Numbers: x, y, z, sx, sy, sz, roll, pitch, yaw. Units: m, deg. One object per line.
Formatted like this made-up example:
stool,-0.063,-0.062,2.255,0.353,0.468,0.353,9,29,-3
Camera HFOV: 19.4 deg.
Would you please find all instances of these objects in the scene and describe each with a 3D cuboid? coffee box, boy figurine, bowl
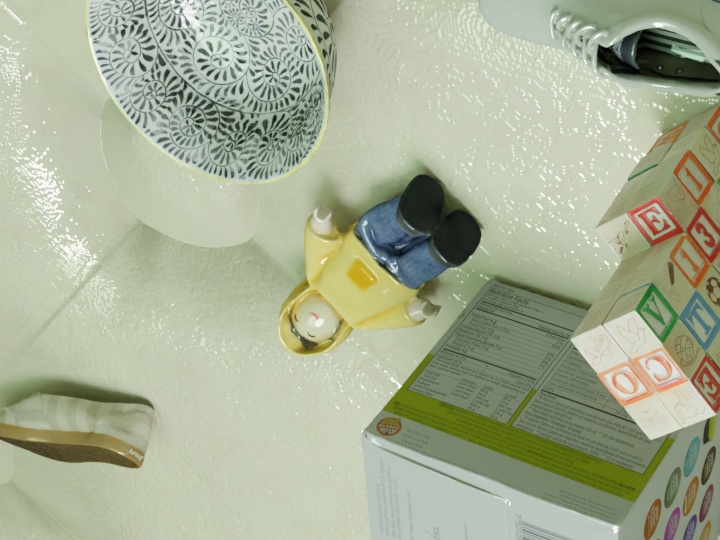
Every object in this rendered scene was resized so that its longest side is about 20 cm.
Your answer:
coffee box,0.139,0.161,1.542,0.199,0.198,0.200,18,134,25
boy figurine,0.000,0.000,1.606,0.124,0.064,0.200,46,134,-10
bowl,-0.088,-0.170,1.503,0.200,0.094,0.201,19,133,22

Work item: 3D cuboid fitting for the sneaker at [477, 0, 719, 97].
sneaker,0.160,-0.159,1.357,0.199,0.071,0.073,12,130,27

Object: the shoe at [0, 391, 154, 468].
shoe,-0.265,0.141,1.920,0.199,0.054,0.070,4,159,37

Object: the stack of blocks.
stack of blocks,0.210,-0.002,1.357,0.115,0.200,0.059,50,137,-12
